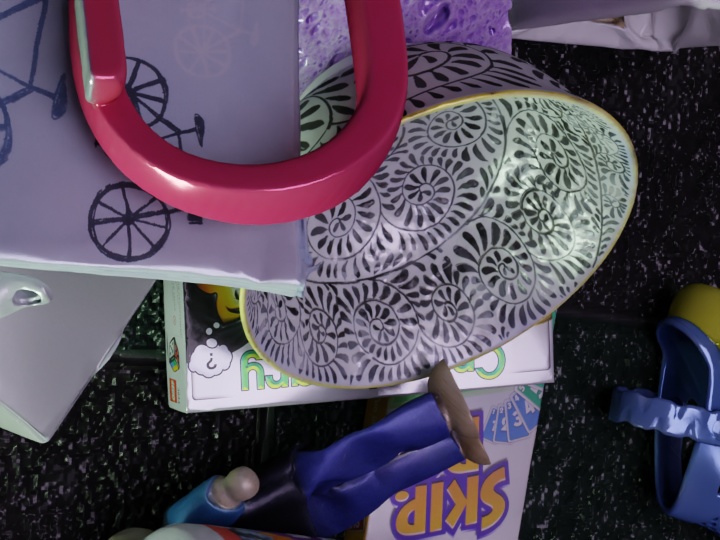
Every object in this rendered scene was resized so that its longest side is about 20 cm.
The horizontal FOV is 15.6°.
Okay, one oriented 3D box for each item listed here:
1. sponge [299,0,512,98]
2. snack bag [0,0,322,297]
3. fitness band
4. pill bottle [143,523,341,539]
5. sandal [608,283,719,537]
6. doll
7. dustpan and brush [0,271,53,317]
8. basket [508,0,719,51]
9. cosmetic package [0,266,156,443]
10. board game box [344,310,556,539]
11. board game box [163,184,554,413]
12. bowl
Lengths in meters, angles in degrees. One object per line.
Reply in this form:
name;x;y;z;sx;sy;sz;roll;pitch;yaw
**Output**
sponge;-0.023;-0.112;1.243;0.199;0.030;0.112;-16;134;-16
snack bag;-0.117;-0.079;1.134;0.199;0.021;0.189;5;61;-12
fitness band;-0.053;-0.108;1.127;0.143;0.037;0.201;3;55;-15
pill bottle;-0.012;0.184;1.252;0.199;0.111;0.112;11;91;-34
sandal;0.197;0.111;1.443;0.087;0.079;0.201;-32;102;-19
doll;-0.035;0.116;1.289;0.199;0.049;0.137;-25;153;-1
dustpan and brush;-0.227;0.017;1.119;0.140;0.199;0.057;70;34;-45
basket;0.161;-0.180;1.317;0.135;0.200;0.124;2;90;-29
cosmetic package;-0.199;-0.022;1.194;0.200;0.090;0.107;44;73;-29
board game box;0.047;0.085;1.380;0.095;0.030;0.201;9;93;-29
board game box;0.000;0.000;1.318;0.199;0.035;0.127;-4;96;-20
bowl;0.022;-0.044;1.237;0.200;0.094;0.201;-17;144;-13
